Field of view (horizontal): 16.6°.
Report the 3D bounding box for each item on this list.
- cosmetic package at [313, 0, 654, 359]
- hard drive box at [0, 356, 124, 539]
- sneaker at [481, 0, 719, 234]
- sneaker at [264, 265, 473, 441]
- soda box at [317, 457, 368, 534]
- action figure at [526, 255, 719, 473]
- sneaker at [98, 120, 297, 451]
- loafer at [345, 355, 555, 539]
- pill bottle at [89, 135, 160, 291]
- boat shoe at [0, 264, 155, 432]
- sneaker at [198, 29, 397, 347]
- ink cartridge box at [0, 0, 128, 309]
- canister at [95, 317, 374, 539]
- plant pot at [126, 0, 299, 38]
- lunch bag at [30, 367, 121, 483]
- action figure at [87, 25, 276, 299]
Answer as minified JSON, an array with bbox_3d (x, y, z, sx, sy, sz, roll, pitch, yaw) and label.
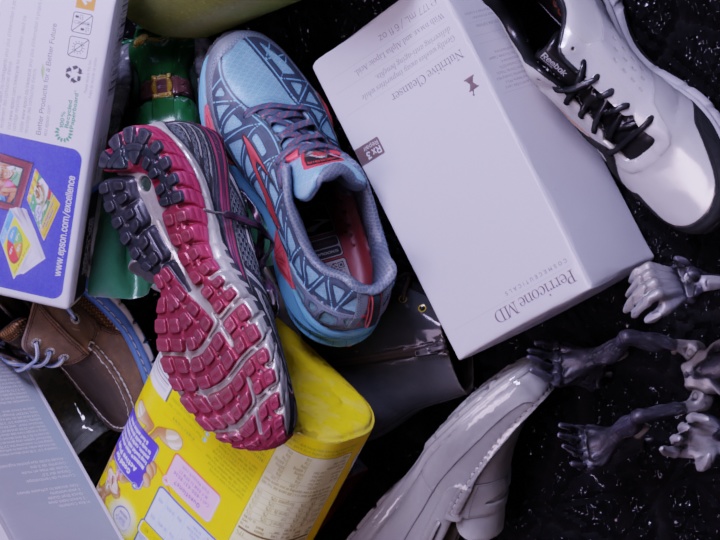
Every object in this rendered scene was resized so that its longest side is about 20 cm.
[{"bbox_3d":[0.071,-0.063,1.443,0.113,0.081,0.201,-33,81,37],"label":"cosmetic package"},{"bbox_3d":[-0.234,0.171,1.549,0.201,0.076,0.156,57,133,30],"label":"hard drive box"},{"bbox_3d":[0.136,-0.100,1.390,0.074,0.080,0.200,-44,76,33],"label":"sneaker"},{"bbox_3d":[0.000,0.000,1.528,0.106,0.075,0.201,-22,87,24],"label":"sneaker"},{"bbox_3d":[-0.081,0.179,1.621,0.063,0.070,0.200,48,123,17],"label":"soda box"},{"bbox_3d":[0.189,0.055,1.376,0.199,0.102,0.120,-23,76,39],"label":"action figure"},{"bbox_3d":[-0.077,0.005,1.417,0.080,0.074,0.201,-24,83,39],"label":"sneaker"},{"bbox_3d":[0.065,0.131,1.510,0.070,0.070,0.200,42,127,8],"label":"loafer"},{"bbox_3d":[-0.175,-0.050,1.608,0.199,0.110,0.112,22,113,30],"label":"pill bottle"},{"bbox_3d":[-0.200,0.027,1.549,0.072,0.072,0.201,-15,111,52],"label":"boat shoe"},{"bbox_3d":[-0.027,-0.060,1.449,0.201,0.079,0.096,64,157,7],"label":"sneaker"},{"bbox_3d":[-0.248,-0.094,1.461,0.198,0.047,0.199,13,107,7],"label":"ink cartridge box"},{"bbox_3d":[-0.088,0.133,1.515,0.148,0.086,0.201,42,122,24],"label":"canister"},{"bbox_3d":[-0.068,-0.228,1.454,0.184,0.200,0.202,-26,86,49],"label":"plant pot"},{"bbox_3d":[-0.252,0.092,1.693,0.164,0.117,0.200,51,130,10],"label":"lunch bag"},{"bbox_3d":[-0.119,-0.087,1.522,0.117,0.055,0.201,-8,62,1],"label":"action figure"}]
